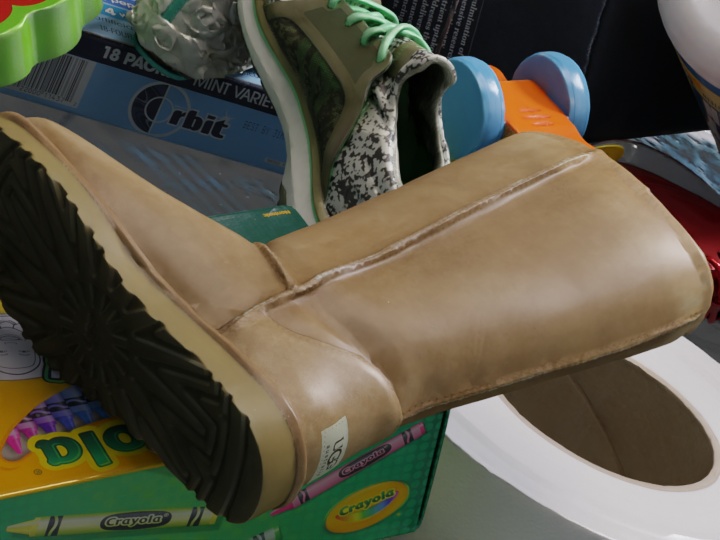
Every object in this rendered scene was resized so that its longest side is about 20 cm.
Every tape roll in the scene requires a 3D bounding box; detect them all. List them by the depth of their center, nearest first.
[{"bbox_3d":[0.077,0.077,1.061,0.201,0.071,0.203,22,26,-11],"label":"tape roll"}]

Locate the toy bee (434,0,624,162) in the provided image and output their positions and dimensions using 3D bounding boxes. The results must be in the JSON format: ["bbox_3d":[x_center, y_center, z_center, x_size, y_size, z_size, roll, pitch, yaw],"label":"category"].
[{"bbox_3d":[0.060,-0.059,1.274,0.130,0.109,0.201,11,44,-19],"label":"toy bee"}]

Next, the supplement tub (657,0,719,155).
[{"bbox_3d":[0.231,-0.106,1.338,0.145,0.145,0.200,42,-6,31],"label":"supplement tub"}]

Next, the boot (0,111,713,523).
[{"bbox_3d":[-0.009,-0.008,0.911,0.199,0.066,0.175,-23,61,-38],"label":"boot"}]

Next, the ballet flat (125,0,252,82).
[{"bbox_3d":[-0.035,-0.132,1.261,0.072,0.072,0.200,32,25,12],"label":"ballet flat"}]

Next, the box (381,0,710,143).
[{"bbox_3d":[0.099,-0.158,1.438,0.196,0.125,0.199,28,22,31],"label":"box"}]

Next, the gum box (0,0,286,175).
[{"bbox_3d":[-0.100,-0.127,1.316,0.169,0.045,0.200,15,28,-23],"label":"gum box"}]

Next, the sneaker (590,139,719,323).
[{"bbox_3d":[0.176,0.015,1.300,0.199,0.079,0.116,19,31,12],"label":"sneaker"}]

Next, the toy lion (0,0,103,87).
[{"bbox_3d":[-0.165,-0.147,1.203,0.199,0.069,0.192,-15,42,-15],"label":"toy lion"}]

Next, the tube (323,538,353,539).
[{"bbox_3d":[-0.014,0.111,0.934,0.052,0.058,0.200,60,6,-37],"label":"tube"}]

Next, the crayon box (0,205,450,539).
[{"bbox_3d":[-0.086,0.047,0.912,0.199,0.059,0.119,-10,41,-28],"label":"crayon box"}]

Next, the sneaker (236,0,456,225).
[{"bbox_3d":[0.009,-0.080,1.150,0.077,0.088,0.201,9,61,-43],"label":"sneaker"}]
